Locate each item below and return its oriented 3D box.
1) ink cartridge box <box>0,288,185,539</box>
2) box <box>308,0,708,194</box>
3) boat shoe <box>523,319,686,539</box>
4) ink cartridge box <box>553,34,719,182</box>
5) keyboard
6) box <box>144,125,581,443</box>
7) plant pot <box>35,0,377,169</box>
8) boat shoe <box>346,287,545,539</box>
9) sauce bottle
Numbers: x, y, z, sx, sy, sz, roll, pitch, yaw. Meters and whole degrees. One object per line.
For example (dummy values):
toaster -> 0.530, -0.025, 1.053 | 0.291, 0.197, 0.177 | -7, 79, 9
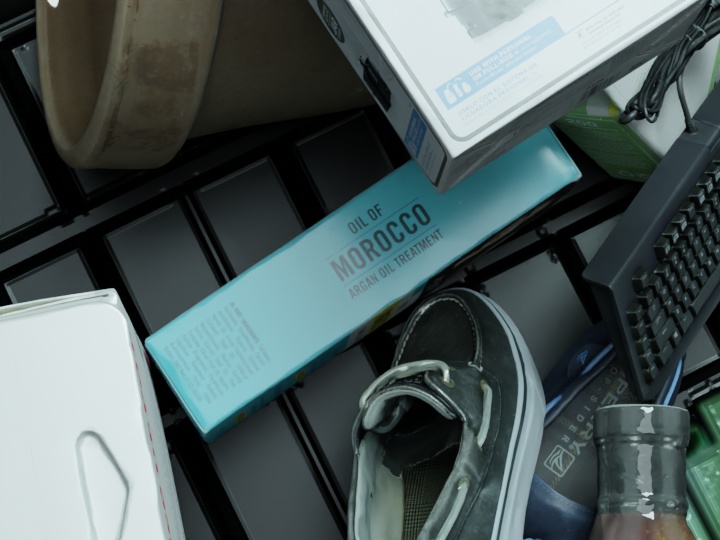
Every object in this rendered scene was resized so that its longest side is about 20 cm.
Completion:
ink cartridge box -> -0.116, 0.097, 0.749 | 0.082, 0.200, 0.147 | -11, 81, -5
box -> 0.022, -0.144, 0.672 | 0.116, 0.060, 0.201 | -31, 82, -6
boat shoe -> 0.078, 0.099, 0.826 | 0.084, 0.069, 0.201 | 26, 80, 1
ink cartridge box -> 0.113, -0.135, 0.803 | 0.048, 0.200, 0.146 | 9, 79, 30
keyboard -> 0.152, -0.051, 0.808 | 0.200, 0.021, 0.127 | -51, 129, -35
box -> 0.000, 0.000, 0.832 | 0.199, 0.082, 0.049 | -34, 85, -7
plant pot -> -0.040, -0.140, 0.812 | 0.174, 0.200, 0.202 | 3, 80, -19
boat shoe -> 0.034, 0.070, 0.779 | 0.072, 0.071, 0.201 | -23, 37, 20
sauce bottle -> 0.116, 0.157, 0.760 | 0.066, 0.066, 0.201 | 3, 76, -2
